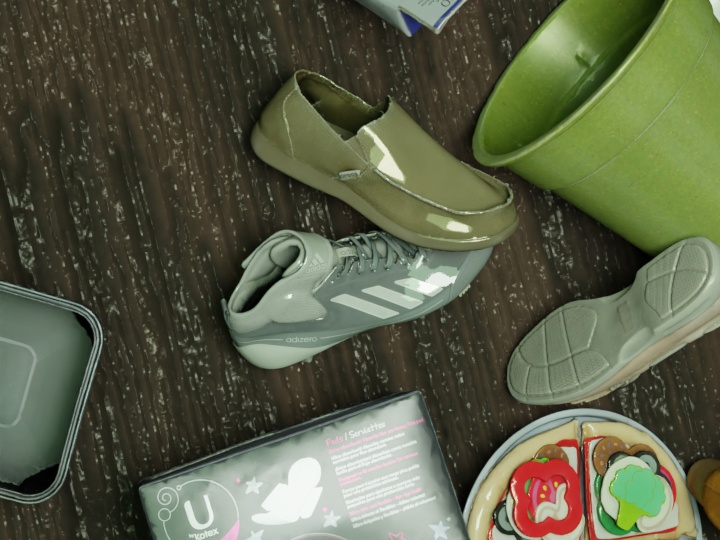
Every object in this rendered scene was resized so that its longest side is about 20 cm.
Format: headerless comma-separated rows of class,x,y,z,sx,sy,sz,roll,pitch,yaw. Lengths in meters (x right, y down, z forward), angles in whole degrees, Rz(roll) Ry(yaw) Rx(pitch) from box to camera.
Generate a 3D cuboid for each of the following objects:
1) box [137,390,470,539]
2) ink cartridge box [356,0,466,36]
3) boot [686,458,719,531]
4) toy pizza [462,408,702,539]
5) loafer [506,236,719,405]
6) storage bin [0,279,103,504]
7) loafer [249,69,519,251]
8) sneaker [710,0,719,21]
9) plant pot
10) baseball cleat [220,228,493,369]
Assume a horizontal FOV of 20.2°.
box,-0.042,0.163,1.366,0.198,0.132,0.116,-17,88,-8
ink cartridge box,0.071,-0.251,1.365,0.200,0.200,0.041,-44,132,-5
boot,0.322,0.197,1.398,0.200,0.144,0.071,29,92,-13
toy pizza,0.160,0.198,1.414,0.198,0.032,0.202,1,88,-24
loafer,0.188,0.047,1.389,0.063,0.200,0.072,22,50,-35
storage bin,-0.280,0.066,1.358,0.198,0.094,0.137,16,88,-6
loafer,0.018,-0.076,1.379,0.198,0.076,0.068,22,125,9
sneaker,0.293,-0.241,1.435,0.200,0.088,0.075,-45,96,-5
plant pot,0.210,-0.090,1.388,0.190,0.200,0.200,41,85,-17
baseball cleat,0.000,0.000,1.386,0.199,0.107,0.070,-29,54,-7
